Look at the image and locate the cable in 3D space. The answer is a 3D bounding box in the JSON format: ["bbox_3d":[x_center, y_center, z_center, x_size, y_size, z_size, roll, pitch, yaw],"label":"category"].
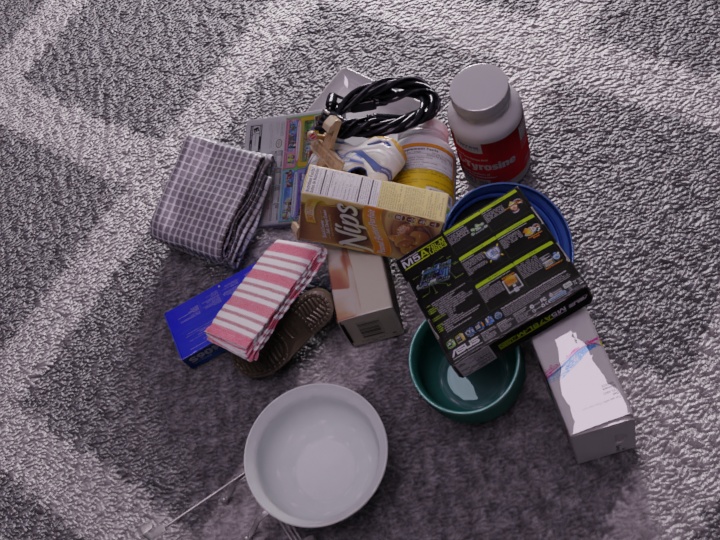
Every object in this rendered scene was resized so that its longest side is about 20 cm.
[{"bbox_3d":[0.026,-0.255,1.407,0.200,0.051,0.163,0,32,21],"label":"cable"}]

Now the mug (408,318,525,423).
[{"bbox_3d":[0.151,0.118,1.238,0.152,0.114,0.185,0,70,17],"label":"mug"}]

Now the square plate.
[{"bbox_3d":[-0.011,-0.235,1.525,0.198,0.028,0.200,30,75,28],"label":"square plate"}]

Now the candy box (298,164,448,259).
[{"bbox_3d":[0.016,-0.076,1.268,0.200,0.116,0.055,11,58,0],"label":"candy box"}]

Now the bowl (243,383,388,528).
[{"bbox_3d":[-0.053,0.265,1.239,0.201,0.090,0.201,-5,59,9],"label":"bowl"}]

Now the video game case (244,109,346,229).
[{"bbox_3d":[-0.115,-0.169,1.499,0.182,0.022,0.200,-4,71,21],"label":"video game case"}]

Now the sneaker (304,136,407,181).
[{"bbox_3d":[-0.025,-0.147,1.363,0.200,0.075,0.088,-9,42,46],"label":"sneaker"}]

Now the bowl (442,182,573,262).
[{"bbox_3d":[0.208,-0.026,1.298,0.200,0.039,0.201,1,81,-9],"label":"bowl"}]

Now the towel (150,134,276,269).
[{"bbox_3d":[-0.243,-0.120,1.478,0.165,0.086,0.200,17,82,30],"label":"towel"}]

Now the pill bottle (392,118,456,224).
[{"bbox_3d":[0.093,-0.138,1.392,0.111,0.111,0.200,-4,57,14],"label":"pill bottle"}]

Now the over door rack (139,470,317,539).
[{"bbox_3d":[-0.181,0.371,1.232,0.200,0.067,0.148,-26,57,-22],"label":"over door rack"}]

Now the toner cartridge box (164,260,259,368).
[{"bbox_3d":[-0.203,0.064,1.419,0.200,0.043,0.095,-29,60,1],"label":"toner cartridge box"}]

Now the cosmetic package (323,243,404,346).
[{"bbox_3d":[0.000,0.000,1.359,0.087,0.103,0.200,-15,59,8],"label":"cosmetic package"}]

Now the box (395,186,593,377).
[{"bbox_3d":[0.170,0.012,1.177,0.200,0.048,0.193,-32,49,6],"label":"box"}]

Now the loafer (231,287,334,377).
[{"bbox_3d":[-0.110,0.093,1.354,0.200,0.068,0.076,-35,90,22],"label":"loafer"}]

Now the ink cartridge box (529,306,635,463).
[{"bbox_3d":[0.283,0.135,1.179,0.084,0.145,0.200,-21,60,7],"label":"ink cartridge box"}]

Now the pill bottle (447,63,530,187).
[{"bbox_3d":[0.193,-0.216,1.354,0.112,0.200,0.112,-7,62,13],"label":"pill bottle"}]

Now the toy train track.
[{"bbox_3d":[-0.076,-0.140,1.362,0.115,0.032,0.200,49,127,50],"label":"toy train track"}]

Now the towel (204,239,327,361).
[{"bbox_3d":[-0.141,0.039,1.342,0.200,0.030,0.146,-54,32,-15],"label":"towel"}]
